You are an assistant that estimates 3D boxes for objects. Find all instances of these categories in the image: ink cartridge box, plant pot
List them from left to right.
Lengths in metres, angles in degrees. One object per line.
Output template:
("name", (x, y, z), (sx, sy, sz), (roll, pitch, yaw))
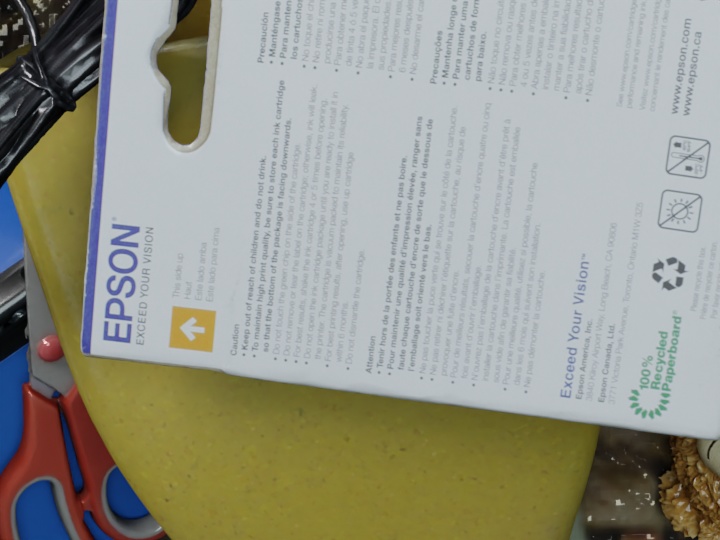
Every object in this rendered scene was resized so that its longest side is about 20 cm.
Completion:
("plant pot", (0.000, 0.000, 0.994), (0.194, 0.196, 0.200), (-9, 101, 7))
("ink cartridge box", (0.024, -0.058, 0.859), (0.200, 0.043, 0.197), (8, 109, 4))

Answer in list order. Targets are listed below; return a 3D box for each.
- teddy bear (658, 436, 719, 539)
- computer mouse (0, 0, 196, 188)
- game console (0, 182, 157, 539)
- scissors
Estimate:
("teddy bear", (0.132, 0.007, 1.089), (0.145, 0.067, 0.200), (-1, 93, -6))
("computer mouse", (-0.157, -0.085, 0.903), (0.200, 0.046, 0.140), (33, 70, 24))
("game console", (-0.183, 0.049, 1.068), (0.200, 0.118, 0.171), (-35, 67, -6))
("scissors", (-0.113, 0.039, 1.020), (0.073, 0.014, 0.200), (-27, 130, -10))
